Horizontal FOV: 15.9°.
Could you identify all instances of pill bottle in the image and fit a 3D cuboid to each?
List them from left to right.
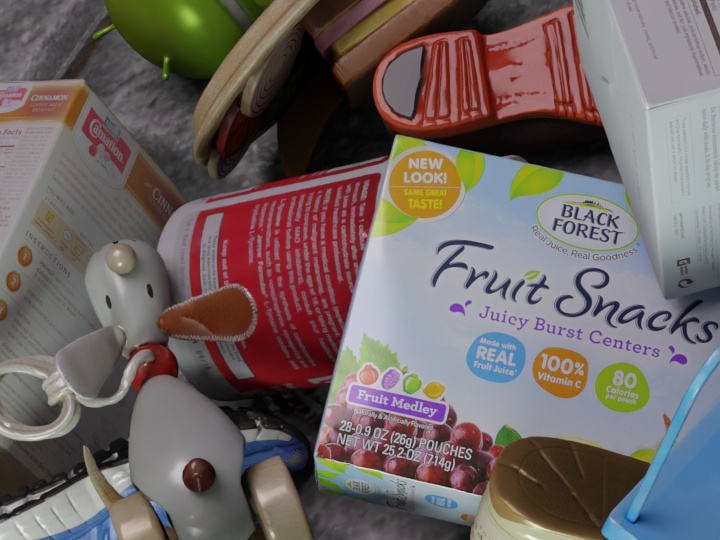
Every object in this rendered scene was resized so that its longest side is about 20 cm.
[{"bbox_3d":[0.000,0.000,1.368,0.199,0.112,0.113,-12,51,26],"label":"pill bottle"}]

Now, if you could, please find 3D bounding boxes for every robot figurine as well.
[{"bbox_3d":[-0.077,-0.202,1.573,0.200,0.116,0.175,-49,44,-9],"label":"robot figurine"}]

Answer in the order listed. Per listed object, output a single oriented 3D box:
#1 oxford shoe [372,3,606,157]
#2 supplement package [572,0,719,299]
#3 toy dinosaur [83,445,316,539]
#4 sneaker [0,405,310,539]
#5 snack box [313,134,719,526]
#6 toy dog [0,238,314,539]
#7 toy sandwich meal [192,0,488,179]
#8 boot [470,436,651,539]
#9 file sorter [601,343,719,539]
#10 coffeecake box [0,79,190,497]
[{"bbox_3d":[0.109,-0.100,1.408,0.198,0.073,0.072,-2,71,7],"label":"oxford shoe"},{"bbox_3d":[0.207,-0.111,1.169,0.198,0.152,0.152,-15,56,0],"label":"supplement package"},{"bbox_3d":[-0.065,0.169,1.308,0.199,0.058,0.102,20,67,14],"label":"toy dinosaur"},{"bbox_3d":[-0.116,0.137,1.371,0.199,0.090,0.079,-25,11,-7],"label":"sneaker"},{"bbox_3d":[0.092,0.041,1.231,0.198,0.068,0.170,14,70,5],"label":"snack box"},{"bbox_3d":[-0.099,0.064,1.278,0.132,0.097,0.200,-37,65,-18],"label":"toy dog"},{"bbox_3d":[-0.009,-0.119,1.453,0.070,0.205,0.205,44,84,7],"label":"toy sandwich meal"},{"bbox_3d":[0.132,0.165,1.159,0.198,0.156,0.073,17,43,-5],"label":"boot"},{"bbox_3d":[0.229,0.094,1.054,0.200,0.123,0.139,37,51,17],"label":"file sorter"},{"bbox_3d":[-0.177,0.019,1.438,0.073,0.154,0.201,2,57,34],"label":"coffeecake box"}]
